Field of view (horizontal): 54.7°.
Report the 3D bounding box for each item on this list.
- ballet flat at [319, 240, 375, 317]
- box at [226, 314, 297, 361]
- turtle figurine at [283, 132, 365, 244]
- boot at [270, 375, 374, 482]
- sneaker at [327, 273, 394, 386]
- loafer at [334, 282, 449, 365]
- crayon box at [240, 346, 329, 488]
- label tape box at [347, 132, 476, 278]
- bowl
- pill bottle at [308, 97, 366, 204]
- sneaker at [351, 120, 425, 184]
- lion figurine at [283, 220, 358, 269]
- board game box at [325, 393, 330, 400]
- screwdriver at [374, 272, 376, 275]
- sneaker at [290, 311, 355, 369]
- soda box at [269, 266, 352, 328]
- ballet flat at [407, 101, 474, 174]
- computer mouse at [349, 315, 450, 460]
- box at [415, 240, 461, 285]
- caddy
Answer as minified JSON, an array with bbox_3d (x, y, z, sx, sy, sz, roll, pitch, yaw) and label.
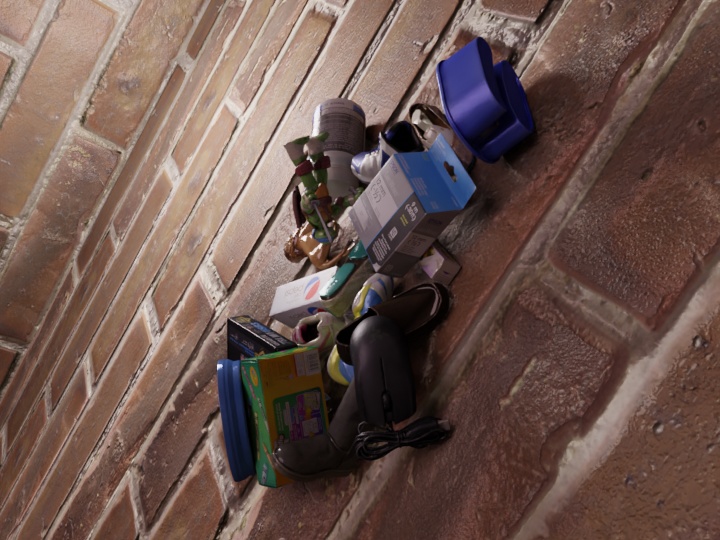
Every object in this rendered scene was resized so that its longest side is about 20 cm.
[{"bbox_3d":[0.000,0.000,1.232,0.200,0.062,0.067,-49,32,-21],"label":"ballet flat"},{"bbox_3d":[-0.181,0.202,1.266,0.199,0.049,0.200,21,112,52],"label":"box"},{"bbox_3d":[-0.050,-0.151,1.246,0.200,0.143,0.195,-1,107,69],"label":"turtle figurine"},{"bbox_3d":[-0.026,0.219,1.050,0.073,0.181,0.201,45,111,35],"label":"boot"},{"bbox_3d":[0.028,0.106,1.146,0.105,0.076,0.201,24,90,38],"label":"sneaker"},{"bbox_3d":[0.047,0.081,1.067,0.199,0.071,0.073,-33,62,5],"label":"loafer"},{"bbox_3d":[-0.116,0.232,1.119,0.058,0.118,0.202,-10,88,50],"label":"crayon box"},{"bbox_3d":[0.077,-0.108,1.104,0.200,0.066,0.144,-52,45,31],"label":"label tape box"},{"bbox_3d":[-0.204,0.246,1.162,0.201,0.039,0.202,171,90,-83],"label":"bowl"},{"bbox_3d":[-0.048,-0.236,1.402,0.113,0.113,0.201,-28,49,42],"label":"pill bottle"},{"bbox_3d":[0.059,-0.209,1.225,0.080,0.116,0.199,-28,31,-25],"label":"sneaker"},{"bbox_3d":[-0.085,-0.046,1.368,0.123,0.072,0.200,-49,27,0],"label":"lion figurine"},{"bbox_3d":[-0.108,0.239,1.246,0.200,0.039,0.159,38,126,45],"label":"board game box"},{"bbox_3d":[0.006,0.072,1.212,0.201,0.028,0.029,-63,28,1],"label":"screwdriver"},{"bbox_3d":[-0.094,0.131,1.263,0.200,0.088,0.082,-43,40,30],"label":"sneaker"},{"bbox_3d":[-0.089,0.055,1.320,0.199,0.063,0.069,-19,48,48],"label":"soda box"},{"bbox_3d":[0.128,-0.233,1.201,0.068,0.067,0.200,-52,37,19],"label":"ballet flat"},{"bbox_3d":[0.040,0.157,0.988,0.053,0.137,0.202,80,176,-74],"label":"computer mouse"},{"bbox_3d":[0.098,-0.046,1.152,0.039,0.041,0.200,-56,34,15],"label":"box"},{"bbox_3d":[0.183,-0.259,1.078,0.105,0.141,0.201,-33,44,34],"label":"caddy"}]
